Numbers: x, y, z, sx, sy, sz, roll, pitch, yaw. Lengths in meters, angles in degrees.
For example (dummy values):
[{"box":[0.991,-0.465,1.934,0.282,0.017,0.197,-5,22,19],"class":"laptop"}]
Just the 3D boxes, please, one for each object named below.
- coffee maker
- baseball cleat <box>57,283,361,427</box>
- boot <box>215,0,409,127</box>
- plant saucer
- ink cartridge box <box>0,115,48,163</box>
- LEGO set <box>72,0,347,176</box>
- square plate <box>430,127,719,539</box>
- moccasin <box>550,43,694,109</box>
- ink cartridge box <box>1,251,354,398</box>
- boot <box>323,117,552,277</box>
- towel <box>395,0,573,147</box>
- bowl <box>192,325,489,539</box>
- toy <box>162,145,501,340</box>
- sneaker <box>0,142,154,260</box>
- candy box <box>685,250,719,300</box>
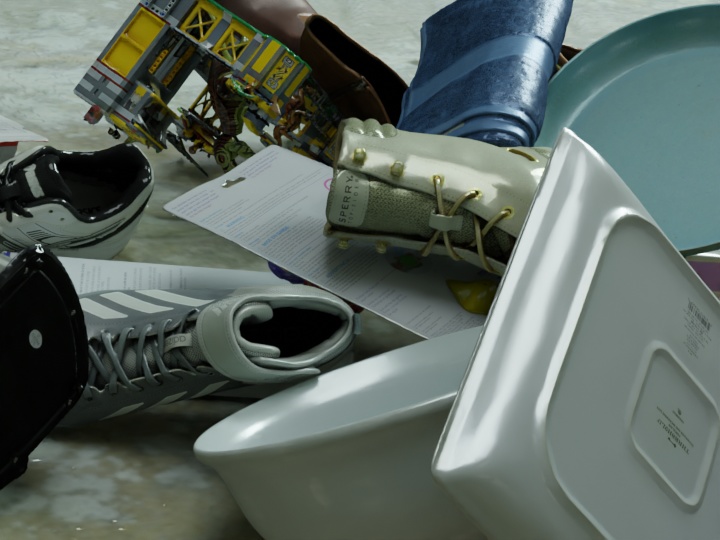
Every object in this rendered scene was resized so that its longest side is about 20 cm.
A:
[{"box":[-0.265,0.036,1.007,0.200,0.135,0.192,20,28,29],"class":"coffee maker"},{"box":[-0.099,0.035,1.073,0.200,0.070,0.106,-12,-4,-8],"class":"baseball cleat"},{"box":[-0.044,-0.153,1.431,0.188,0.068,0.200,49,-1,-6],"class":"boot"},{"box":[0.192,-0.079,1.235,0.200,0.027,0.200,-13,46,14],"class":"plant saucer"},{"box":[-0.291,-0.070,1.290,0.161,0.050,0.200,-3,12,-22],"class":"ink cartridge box"},{"box":[-0.093,-0.093,1.362,0.154,0.116,0.200,36,-3,15],"class":"LEGO set"},{"box":[0.125,0.069,0.909,0.028,0.200,0.198,-16,38,41],"class":"square plate"},{"box":[0.201,-0.093,1.314,0.201,0.078,0.074,27,29,35],"class":"moccasin"},{"box":[-0.106,0.031,1.177,0.200,0.039,0.099,6,25,-6],"class":"ink cartridge box"},{"box":[0.058,-0.022,1.105,0.154,0.072,0.200,10,24,-9],"class":"boot"},{"box":[0.072,-0.115,1.297,0.112,0.049,0.200,-29,25,33],"class":"towel"},{"box":[0.031,0.090,0.973,0.201,0.090,0.201,-18,4,1],"class":"bowl"},{"box":[0.000,0.000,1.173,0.200,0.047,0.115,23,31,23],"class":"toy"},{"box":[-0.212,-0.040,1.223,0.200,0.088,0.076,-14,70,-36],"class":"sneaker"},{"box":[0.131,-0.020,1.314,0.168,0.072,0.200,4,24,-10],"class":"candy box"}]
